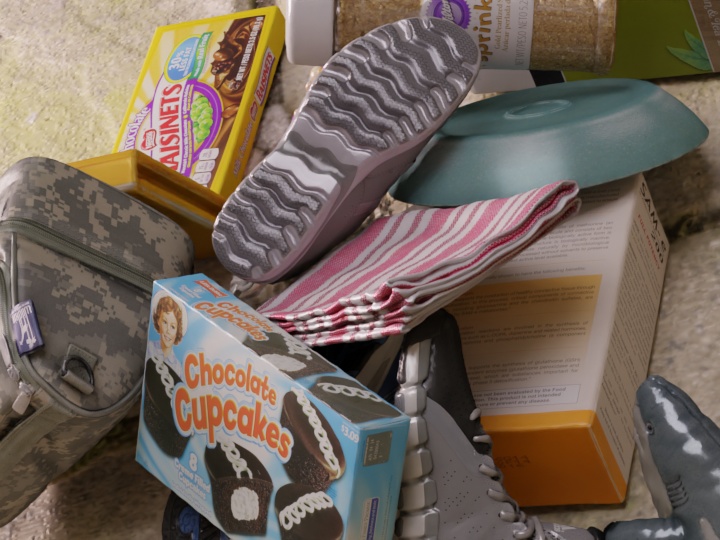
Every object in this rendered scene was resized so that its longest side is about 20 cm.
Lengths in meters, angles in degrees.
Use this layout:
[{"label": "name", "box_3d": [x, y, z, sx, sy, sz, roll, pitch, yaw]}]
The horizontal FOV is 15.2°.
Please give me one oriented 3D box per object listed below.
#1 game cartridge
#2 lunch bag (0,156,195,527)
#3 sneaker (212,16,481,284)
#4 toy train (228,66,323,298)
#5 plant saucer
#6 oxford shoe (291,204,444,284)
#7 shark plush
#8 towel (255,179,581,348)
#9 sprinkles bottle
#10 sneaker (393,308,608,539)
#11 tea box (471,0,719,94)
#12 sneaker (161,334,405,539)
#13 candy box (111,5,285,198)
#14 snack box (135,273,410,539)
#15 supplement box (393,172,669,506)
[{"label": "game cartridge", "box_3d": [-0.195, -0.029, 1.727, 0.199, 0.176, 0.033, -8, 75, 20]}, {"label": "lunch bag", "box_3d": [-0.200, 0.056, 1.612, 0.200, 0.139, 0.168, -43, 28, 43]}, {"label": "sneaker", "box_3d": [-0.008, -0.072, 1.608, 0.200, 0.082, 0.075, -43, 75, -1]}, {"label": "toy train", "box_3d": [-0.028, -0.062, 1.731, 0.055, 0.150, 0.201, 20, 60, -2]}, {"label": "plant saucer", "box_3d": [0.111, -0.083, 1.643, 0.199, 0.036, 0.200, -11, 14, 3]}, {"label": "oxford shoe", "box_3d": [0.000, 0.000, 1.652, 0.058, 0.075, 0.200, 40, 67, 14]}, {"label": "shark plush", "box_3d": [0.202, 0.139, 1.385, 0.091, 0.084, 0.200, -8, 36, -29]}, {"label": "towel", "box_3d": [0.016, -0.004, 1.508, 0.146, 0.030, 0.200, -33, 13, -33]}, {"label": "sprinkles bottle", "box_3d": [0.055, -0.157, 1.650, 0.199, 0.068, 0.068, 2, 44, 0]}, {"label": "sneaker", "box_3d": [0.076, 0.120, 1.450, 0.115, 0.201, 0.075, 1, 2, 6]}, {"label": "tea box", "box_3d": [0.163, -0.235, 1.771, 0.196, 0.134, 0.200, -4, 45, 24]}, {"label": "sneaker", "box_3d": [-0.034, 0.108, 1.575, 0.200, 0.077, 0.076, -46, 45, 5]}, {"label": "candy box", "box_3d": [-0.118, -0.102, 1.867, 0.102, 0.026, 0.201, -9, 44, 25]}, {"label": "snack box", "box_3d": [-0.052, 0.093, 1.477, 0.037, 0.117, 0.200, -10, 28, -36]}, {"label": "supplement box", "box_3d": [0.100, 0.040, 1.565, 0.125, 0.074, 0.201, -5, 45, 24]}]
